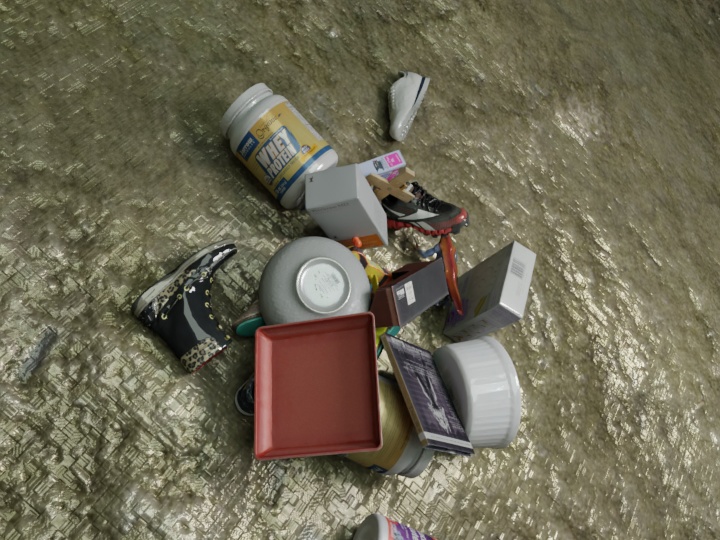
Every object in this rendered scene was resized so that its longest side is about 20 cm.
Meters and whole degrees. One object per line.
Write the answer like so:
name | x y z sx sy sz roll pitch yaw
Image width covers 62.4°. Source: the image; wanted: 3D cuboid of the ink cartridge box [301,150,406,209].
ink cartridge box | -0.013 -0.168 1.177 0.198 0.119 0.042 -23 78 -32

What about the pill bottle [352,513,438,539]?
pill bottle | 0.087 0.485 0.964 0.198 0.111 0.113 28 60 -14

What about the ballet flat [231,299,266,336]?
ballet flat | -0.142 0.070 1.058 0.197 0.069 0.068 -5 52 -33

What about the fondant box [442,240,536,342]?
fondant box | 0.251 0.049 1.171 0.058 0.200 0.146 28 60 -11

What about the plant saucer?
plant saucer | -0.064 0.176 0.899 0.196 0.037 0.204 -9 69 14

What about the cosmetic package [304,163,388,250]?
cosmetic package | -0.021 -0.108 1.093 0.099 0.200 0.073 -9 66 15

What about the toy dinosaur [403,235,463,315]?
toy dinosaur | 0.184 -0.019 1.204 0.104 0.199 0.185 11 96 -38

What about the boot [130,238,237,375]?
boot | -0.256 0.057 0.991 0.203 0.073 0.154 -39 87 -25

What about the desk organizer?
desk organizer | 0.079 0.039 1.063 0.199 0.076 0.073 -26 105 -55

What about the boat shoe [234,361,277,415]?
boat shoe | -0.124 0.162 1.004 0.071 0.091 0.200 46 57 -2

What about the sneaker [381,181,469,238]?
sneaker | 0.120 -0.125 1.179 0.071 0.198 0.099 -50 138 -36

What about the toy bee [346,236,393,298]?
toy bee | 0.000 0.000 1.110 0.198 0.110 0.131 8 23 -41

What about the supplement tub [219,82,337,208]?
supplement tub | -0.154 -0.234 1.120 0.200 0.145 0.145 46 57 -2

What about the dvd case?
dvd case | 0.109 0.205 0.980 0.148 0.016 0.202 28 31 -47

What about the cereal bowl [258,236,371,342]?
cereal bowl | -0.071 0.035 0.992 0.196 0.083 0.204 5 73 -15

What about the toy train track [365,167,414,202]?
toy train track | 0.027 -0.150 1.144 0.113 0.199 0.033 21 54 -35

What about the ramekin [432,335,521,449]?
ramekin | 0.196 0.224 1.079 0.096 0.201 0.204 -2 70 -19

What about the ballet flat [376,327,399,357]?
ballet flat | 0.026 0.112 1.077 0.066 0.068 0.200 27 20 10

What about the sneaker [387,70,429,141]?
sneaker | 0.093 -0.376 1.354 0.079 0.077 0.202 24 56 -2

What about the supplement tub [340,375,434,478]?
supplement tub | 0.019 0.252 0.997 0.197 0.145 0.147 27 60 -14
